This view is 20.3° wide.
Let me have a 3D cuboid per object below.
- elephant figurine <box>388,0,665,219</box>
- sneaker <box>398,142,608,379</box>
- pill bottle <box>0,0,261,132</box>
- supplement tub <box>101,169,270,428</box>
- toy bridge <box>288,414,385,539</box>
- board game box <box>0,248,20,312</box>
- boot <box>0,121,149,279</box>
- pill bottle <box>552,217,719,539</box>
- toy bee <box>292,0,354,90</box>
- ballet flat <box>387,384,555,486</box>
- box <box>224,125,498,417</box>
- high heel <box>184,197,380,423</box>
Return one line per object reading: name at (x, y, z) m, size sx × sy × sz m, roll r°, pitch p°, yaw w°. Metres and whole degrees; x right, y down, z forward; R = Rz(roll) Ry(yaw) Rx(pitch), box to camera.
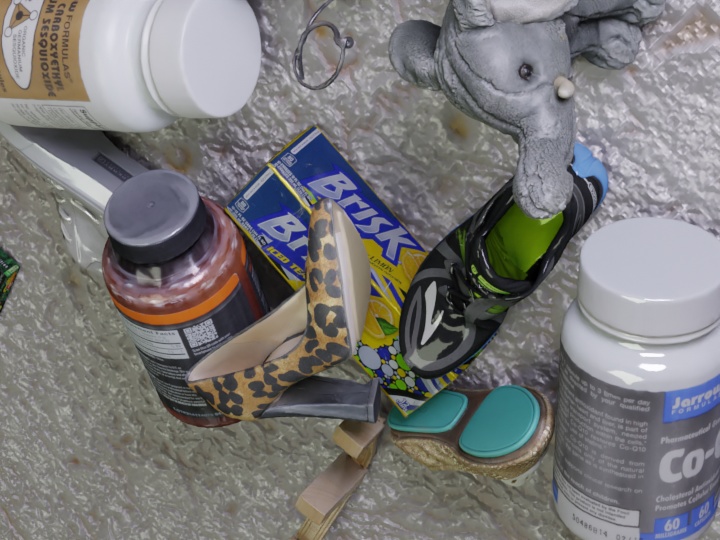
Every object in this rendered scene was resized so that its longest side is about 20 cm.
elephant figurine at (0.085, -0.141, 1.165) m, size 0.154 × 0.200 × 0.143 m, roll 10°, pitch 126°, yaw 32°
sneaker at (0.082, -0.004, 1.322) m, size 0.071 × 0.083 × 0.200 m, roll 43°, pitch 121°, yaw 5°
pill bottle at (-0.174, -0.155, 1.420) m, size 0.198 × 0.114 × 0.115 m, roll 6°, pitch 122°, yaw 35°
supplement tub at (-0.125, 0.018, 1.473) m, size 0.106 × 0.107 × 0.201 m, roll 18°, pitch 146°, yaw 28°
toy bridge at (-0.021, 0.168, 1.559) m, size 0.027 × 0.067 × 0.201 m, roll 36°, pitch 137°, yaw 11°
board game box at (-0.366, 0.028, 1.764) m, size 0.105 × 0.023 × 0.200 m, roll 39°, pitch 135°, yaw 6°
boot at (-0.220, -0.057, 1.552) m, size 0.200 × 0.074 × 0.096 m, roll 39°, pitch 129°, yaw 8°
pill bottle at (0.184, 0.074, 1.301) m, size 0.113 × 0.114 × 0.202 m, roll 19°, pitch 129°, yaw 27°
toy bee at (-0.013, -0.222, 1.274) m, size 0.130 × 0.108 × 0.202 m, roll 18°, pitch 105°, yaw 37°
ballet flat at (0.092, 0.118, 1.419) m, size 0.065 × 0.071 × 0.200 m, roll 43°, pitch 165°, yaw -21°
box at (0.000, 0.000, 1.429) m, size 0.200 × 0.064 × 0.070 m, roll 48°, pitch 136°, yaw -1°
high heel at (-0.064, 0.029, 1.378) m, size 0.141 × 0.072 × 0.201 m, roll 4°, pitch 131°, yaw 12°
